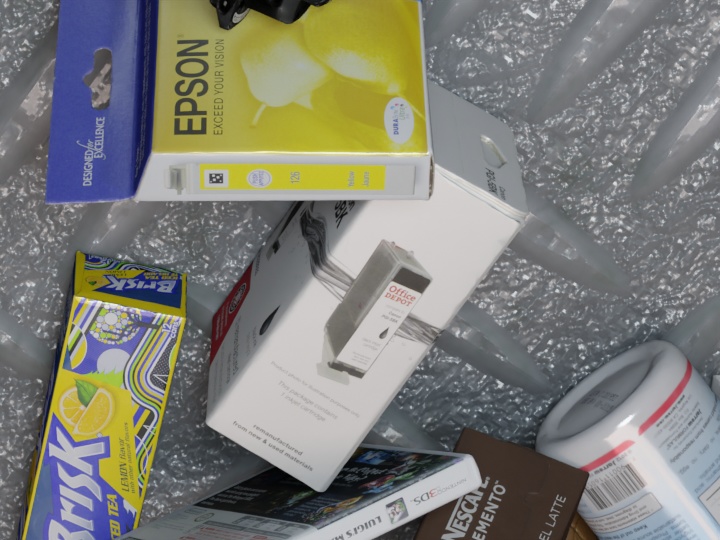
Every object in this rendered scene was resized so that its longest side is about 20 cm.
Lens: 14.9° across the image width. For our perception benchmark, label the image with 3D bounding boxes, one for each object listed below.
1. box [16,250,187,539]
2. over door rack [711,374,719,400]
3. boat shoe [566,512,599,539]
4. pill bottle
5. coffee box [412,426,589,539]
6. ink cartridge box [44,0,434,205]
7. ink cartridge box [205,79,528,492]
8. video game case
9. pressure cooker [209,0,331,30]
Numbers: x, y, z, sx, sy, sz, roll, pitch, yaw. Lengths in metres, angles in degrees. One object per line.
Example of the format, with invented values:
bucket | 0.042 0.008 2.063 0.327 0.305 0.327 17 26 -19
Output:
box | -0.155 0.096 1.628 0.070 0.064 0.201 11 115 -7
over door rack | 0.315 0.029 1.615 0.199 0.067 0.149 4 114 -4
boat shoe | 0.178 0.212 1.704 0.199 0.072 0.072 31 141 -24
pill bottle | 0.201 0.148 1.626 0.109 0.109 0.200 -36 102 13
coffee box | 0.062 0.201 1.611 0.079 0.115 0.201 21 140 7
ink cartridge box | -0.064 -0.115 1.460 0.199 0.198 0.047 1 135 -4
ink cartridge box | 0.000 0.000 1.544 0.083 0.147 0.200 31 109 -14
video game case | -0.051 0.143 1.550 0.181 0.200 0.023 -24 98 -22
pressure cooker | -0.066 -0.228 1.397 0.199 0.176 0.179 24 72 9
